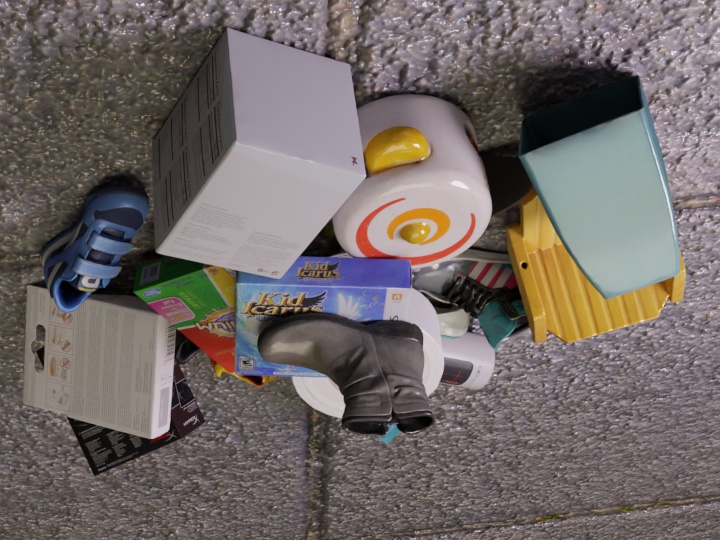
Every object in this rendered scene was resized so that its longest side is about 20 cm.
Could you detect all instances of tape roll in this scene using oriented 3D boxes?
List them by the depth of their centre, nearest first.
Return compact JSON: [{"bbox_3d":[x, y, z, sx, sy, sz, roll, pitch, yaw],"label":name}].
[{"bbox_3d":[0.007,0.103,1.791,0.200,0.071,0.204,-2,135,-2],"label":"tape roll"}]

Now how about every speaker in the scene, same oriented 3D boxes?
[{"bbox_3d":[0.090,0.113,1.939,0.198,0.082,0.081,13,141,-31],"label":"speaker"}]

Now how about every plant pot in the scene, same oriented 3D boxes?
[{"bbox_3d":[0.278,-0.083,1.536,0.140,0.142,0.202,-20,107,16],"label":"plant pot"}]

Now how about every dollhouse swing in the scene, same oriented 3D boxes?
[{"bbox_3d":[0.293,-0.022,1.689,0.198,0.184,0.176,-15,172,-1],"label":"dollhouse swing"}]

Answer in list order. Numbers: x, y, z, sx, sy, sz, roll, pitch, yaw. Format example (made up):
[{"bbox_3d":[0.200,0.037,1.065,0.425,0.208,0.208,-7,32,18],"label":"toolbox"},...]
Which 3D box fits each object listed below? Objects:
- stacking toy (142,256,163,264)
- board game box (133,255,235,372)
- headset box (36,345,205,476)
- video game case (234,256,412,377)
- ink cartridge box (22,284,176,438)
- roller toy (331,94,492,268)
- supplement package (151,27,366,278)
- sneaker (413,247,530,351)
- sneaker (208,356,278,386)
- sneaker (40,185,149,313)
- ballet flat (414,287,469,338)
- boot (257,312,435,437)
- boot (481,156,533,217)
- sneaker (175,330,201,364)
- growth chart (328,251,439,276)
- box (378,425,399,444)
[{"bbox_3d":[-0.177,0.001,1.700,0.198,0.086,0.086,-11,148,10],"label":"stacking toy"},{"bbox_3d":[-0.151,0.042,1.661,0.152,0.041,0.200,-17,139,27],"label":"board game box"},{"bbox_3d":[-0.314,0.141,1.793,0.148,0.202,0.077,-25,-179,22],"label":"headset box"},{"bbox_3d":[-0.047,0.057,1.605,0.197,0.046,0.182,2,141,-4],"label":"video game case"},{"bbox_3d":[-0.326,0.108,1.730,0.198,0.163,0.050,11,-166,24],"label":"ink cartridge box"},{"bbox_3d":[0.054,-0.093,1.552,0.181,0.141,0.200,10,142,-29],"label":"roller toy"},{"bbox_3d":[-0.112,-0.118,1.459,0.150,0.152,0.200,12,142,-28],"label":"supplement package"},{"bbox_3d":[0.156,0.043,1.808,0.198,0.122,0.084,3,146,-18],"label":"sneaker"},{"bbox_3d":[-0.127,0.128,1.904,0.198,0.078,0.073,7,145,-38],"label":"sneaker"},{"bbox_3d":[-0.306,-0.024,1.619,0.073,0.083,0.200,16,138,-33],"label":"sneaker"},{"bbox_3d":[0.055,0.047,1.848,0.198,0.070,0.070,6,145,-16],"label":"ballet flat"},{"bbox_3d":[-0.017,0.119,1.540,0.197,0.132,0.068,2,141,-5],"label":"boot"},{"bbox_3d":[0.128,-0.083,1.670,0.198,0.074,0.075,-21,162,29],"label":"boot"},{"bbox_3d":[-0.165,0.070,1.800,0.198,0.084,0.071,-22,148,19],"label":"sneaker"},{"bbox_3d":[0.000,0.000,1.748,0.199,0.018,0.144,-17,157,37],"label":"growth chart"},{"bbox_3d":[-0.002,0.184,1.985,0.049,0.082,0.200,-43,150,3],"label":"box"}]
